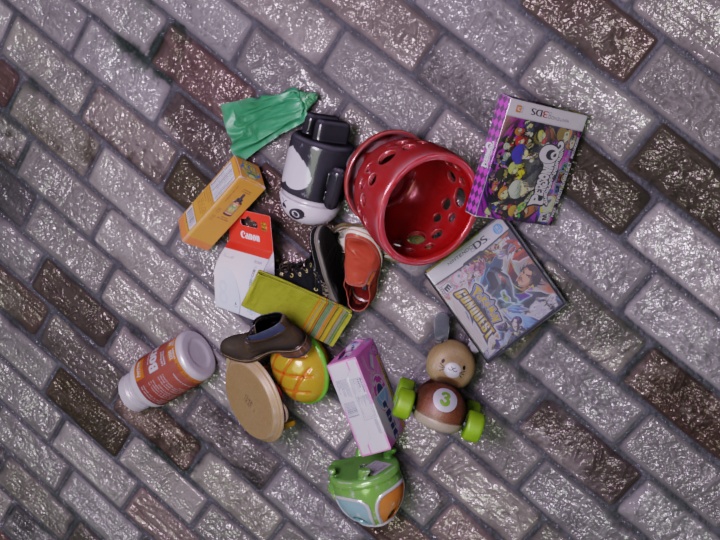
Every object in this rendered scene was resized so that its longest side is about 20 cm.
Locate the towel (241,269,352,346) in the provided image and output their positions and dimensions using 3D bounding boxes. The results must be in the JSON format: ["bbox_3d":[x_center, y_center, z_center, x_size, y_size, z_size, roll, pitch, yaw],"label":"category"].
[{"bbox_3d":[-0.120,0.073,1.538,0.198,0.018,0.087,24,111,-14],"label":"towel"}]

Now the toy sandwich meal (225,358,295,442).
[{"bbox_3d":[-0.201,0.248,1.632,0.204,0.070,0.208,24,124,41],"label":"toy sandwich meal"}]

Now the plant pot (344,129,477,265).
[{"bbox_3d":[0.078,-0.132,1.405,0.182,0.198,0.203,41,121,54],"label":"plant pot"}]

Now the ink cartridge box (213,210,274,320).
[{"bbox_3d":[-0.231,-0.013,1.597,0.159,0.047,0.203,14,112,47],"label":"ink cartridge box"}]

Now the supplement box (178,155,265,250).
[{"bbox_3d":[-0.274,-0.130,1.595,0.200,0.066,0.069,-41,49,27],"label":"supplement box"}]

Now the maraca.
[{"bbox_3d":[-0.127,0.168,1.611,0.136,0.107,0.202,-26,85,35],"label":"maraca"}]

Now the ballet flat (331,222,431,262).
[{"bbox_3d":[0.032,-0.050,1.528,0.197,0.071,0.072,9,105,16],"label":"ballet flat"}]

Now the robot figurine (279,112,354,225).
[{"bbox_3d":[-0.082,-0.184,1.501,0.123,0.150,0.202,16,110,3],"label":"robot figurine"}]

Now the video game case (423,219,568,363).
[{"bbox_3d":[0.242,0.032,1.463,0.180,0.026,0.201,-36,89,1],"label":"video game case"}]

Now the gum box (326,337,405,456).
[{"bbox_3d":[0.011,0.239,1.575,0.065,0.113,0.202,-19,96,21],"label":"gum box"}]

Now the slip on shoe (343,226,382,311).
[{"bbox_3d":[0.000,0.000,1.503,0.073,0.062,0.201,14,139,13],"label":"slip on shoe"}]

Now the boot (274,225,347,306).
[{"bbox_3d":[-0.111,-0.005,1.549,0.152,0.074,0.205,6,138,21],"label":"boot"}]

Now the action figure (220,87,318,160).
[{"bbox_3d":[-0.165,-0.293,1.544,0.198,0.055,0.120,-18,94,25],"label":"action figure"}]

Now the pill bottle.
[{"bbox_3d":[-0.411,0.218,1.714,0.199,0.112,0.113,-31,92,22],"label":"pill bottle"}]

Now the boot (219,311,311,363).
[{"bbox_3d":[-0.197,0.118,1.541,0.198,0.075,0.097,-7,139,24],"label":"boot"}]

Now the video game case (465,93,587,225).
[{"bbox_3d":[0.279,-0.181,1.367,0.036,0.179,0.202,38,118,52],"label":"video game case"}]

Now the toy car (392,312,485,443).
[{"bbox_3d":[0.165,0.187,1.503,0.162,0.158,0.202,18,96,1],"label":"toy car"}]

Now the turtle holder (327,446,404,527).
[{"bbox_3d":[0.000,0.431,1.610,0.183,0.141,0.133,-12,100,19],"label":"turtle holder"}]
